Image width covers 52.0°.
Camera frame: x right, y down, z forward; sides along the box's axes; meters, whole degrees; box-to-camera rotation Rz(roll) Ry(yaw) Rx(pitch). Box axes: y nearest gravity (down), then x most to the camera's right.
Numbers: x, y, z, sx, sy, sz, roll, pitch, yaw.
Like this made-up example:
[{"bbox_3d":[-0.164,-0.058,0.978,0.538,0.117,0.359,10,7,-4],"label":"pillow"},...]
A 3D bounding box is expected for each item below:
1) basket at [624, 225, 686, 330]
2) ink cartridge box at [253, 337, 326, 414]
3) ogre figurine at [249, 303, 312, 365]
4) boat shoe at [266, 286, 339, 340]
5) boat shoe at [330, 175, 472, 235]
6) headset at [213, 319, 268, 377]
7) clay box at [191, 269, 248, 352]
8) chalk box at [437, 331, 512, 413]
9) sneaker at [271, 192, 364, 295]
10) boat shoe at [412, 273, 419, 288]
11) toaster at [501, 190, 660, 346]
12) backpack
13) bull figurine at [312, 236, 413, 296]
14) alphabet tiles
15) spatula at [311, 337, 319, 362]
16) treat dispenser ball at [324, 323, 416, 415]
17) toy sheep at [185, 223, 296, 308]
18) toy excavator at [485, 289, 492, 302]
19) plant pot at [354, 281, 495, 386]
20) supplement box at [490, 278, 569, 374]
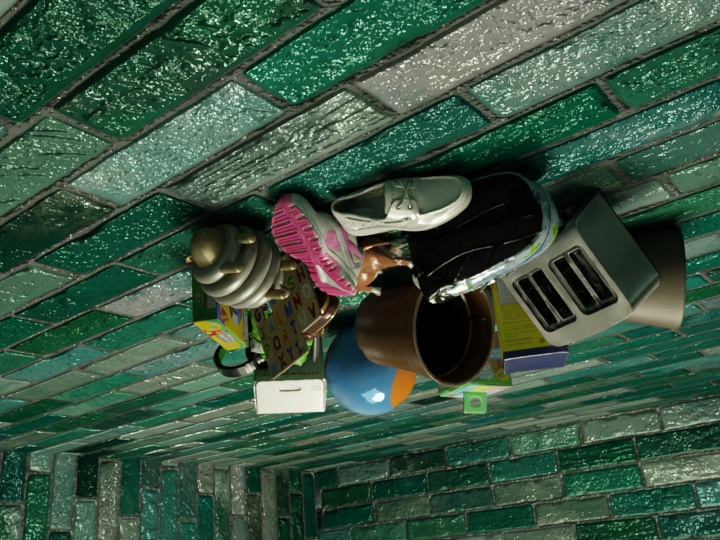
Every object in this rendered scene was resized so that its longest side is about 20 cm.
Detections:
[{"bbox_3d":[0.445,0.016,1.282,0.199,0.181,0.136,-1,-167,12],"label":"basket"},{"bbox_3d":[-0.150,0.211,1.562,0.147,0.200,0.086,-2,116,-4],"label":"ink cartridge box"},{"bbox_3d":[-0.143,0.112,1.411,0.098,0.120,0.200,9,168,21],"label":"ogre figurine"},{"bbox_3d":[-0.088,0.084,1.274,0.070,0.071,0.200,31,150,-23],"label":"boat shoe"},{"bbox_3d":[0.052,-0.093,1.019,0.199,0.071,0.069,-13,157,23],"label":"boat shoe"},{"bbox_3d":[-0.201,0.159,1.519,0.200,0.124,0.094,-28,123,-7],"label":"headset"},{"bbox_3d":[-0.237,0.064,1.285,0.047,0.115,0.200,-9,159,7],"label":"clay box"},{"bbox_3d":[0.253,0.219,1.664,0.124,0.201,0.124,7,155,-28],"label":"chalk box"},{"bbox_3d":[-0.059,-0.051,1.099,0.081,0.088,0.200,0,142,33],"label":"sneaker"},{"bbox_3d":[0.172,-0.039,1.190,0.201,0.070,0.072,-32,-172,18],"label":"boat shoe"},{"bbox_3d":[0.339,0.008,1.147,0.119,0.200,0.181,-36,180,-39],"label":"toaster"},{"bbox_3d":[0.177,-0.059,1.047,0.154,0.164,0.200,5,151,-45],"label":"backpack"},{"bbox_3d":[0.000,0.000,1.251,0.121,0.065,0.200,4,159,-31],"label":"bull figurine"},{"bbox_3d":[-0.128,0.072,1.247,0.008,0.168,0.200,-4,156,-37],"label":"alphabet tiles"},{"bbox_3d":[-0.088,0.097,1.373,0.020,0.057,0.200,14,129,20],"label":"spatula"},{"bbox_3d":[0.022,0.208,1.586,0.200,0.201,0.201,-4,158,-2],"label":"treat dispenser ball"},{"bbox_3d":[-0.176,-0.003,1.114,0.138,0.138,0.200,-19,138,32],"label":"toy sheep"},{"bbox_3d":[0.276,0.078,1.490,0.199,0.100,0.194,-10,164,-25],"label":"toy excavator"},{"bbox_3d":[0.105,0.104,1.346,0.200,0.201,0.198,12,169,-36],"label":"plant pot"},{"bbox_3d":[0.291,0.068,1.298,0.109,0.201,0.110,-8,158,8],"label":"supplement box"}]
